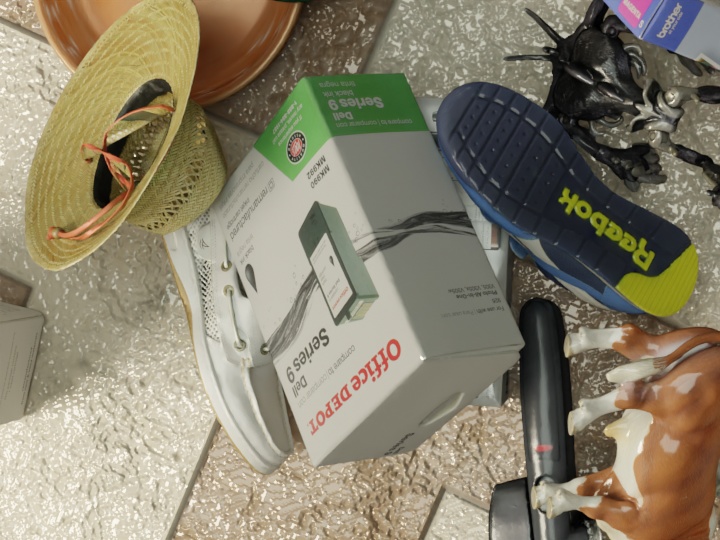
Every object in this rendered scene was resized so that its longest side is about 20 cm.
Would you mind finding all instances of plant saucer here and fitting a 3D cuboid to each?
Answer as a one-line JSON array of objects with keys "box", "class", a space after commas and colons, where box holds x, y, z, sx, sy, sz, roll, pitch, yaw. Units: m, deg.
[{"box": [-0.130, -0.209, 1.110, 0.198, 0.037, 0.203, 0, 91, 11], "class": "plant saucer"}]

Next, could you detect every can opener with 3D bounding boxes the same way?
[{"box": [0.122, 0.118, 1.058, 0.078, 0.063, 0.202, -1, 92, 7], "class": "can opener"}]

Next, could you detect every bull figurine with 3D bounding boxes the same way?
[{"box": [0.175, 0.120, 0.984, 0.120, 0.065, 0.202, 3, 116, -7], "class": "bull figurine"}]

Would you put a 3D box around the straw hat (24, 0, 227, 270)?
[{"box": [-0.134, -0.073, 1.049, 0.085, 0.201, 0.202, 30, 100, -32], "class": "straw hat"}]

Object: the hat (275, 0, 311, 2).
[{"box": [-0.030, -0.296, 1.045, 0.166, 0.199, 0.177, -45, 69, 42], "class": "hat"}]

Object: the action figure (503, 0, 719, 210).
[{"box": [0.190, -0.103, 1.021, 0.199, 0.102, 0.120, 35, 107, 28], "class": "action figure"}]

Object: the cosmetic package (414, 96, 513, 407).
[{"box": [0.061, -0.013, 1.072, 0.082, 0.051, 0.202, 2, 92, 12], "class": "cosmetic package"}]

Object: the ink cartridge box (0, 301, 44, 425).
[{"box": [-0.321, 0.057, 1.074, 0.144, 0.200, 0.085, 14, 94, 10], "class": "ink cartridge box"}]

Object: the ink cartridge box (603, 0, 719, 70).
[{"box": [0.200, -0.158, 0.955, 0.198, 0.120, 0.042, 18, 117, -30], "class": "ink cartridge box"}]

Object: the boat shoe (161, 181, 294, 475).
[{"box": [-0.076, 0.036, 1.090, 0.069, 0.071, 0.202, -20, 87, 13], "class": "boat shoe"}]

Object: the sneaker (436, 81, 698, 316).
[{"box": [0.119, -0.038, 1.020, 0.200, 0.082, 0.074, 41, 76, -12], "class": "sneaker"}]

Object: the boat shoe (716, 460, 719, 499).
[{"box": [0.257, 0.128, 1.032, 0.198, 0.072, 0.066, 21, 96, 4], "class": "boat shoe"}]

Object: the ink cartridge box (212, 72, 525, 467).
[{"box": [0.000, 0.000, 1.006, 0.146, 0.083, 0.201, -48, 57, 45], "class": "ink cartridge box"}]
